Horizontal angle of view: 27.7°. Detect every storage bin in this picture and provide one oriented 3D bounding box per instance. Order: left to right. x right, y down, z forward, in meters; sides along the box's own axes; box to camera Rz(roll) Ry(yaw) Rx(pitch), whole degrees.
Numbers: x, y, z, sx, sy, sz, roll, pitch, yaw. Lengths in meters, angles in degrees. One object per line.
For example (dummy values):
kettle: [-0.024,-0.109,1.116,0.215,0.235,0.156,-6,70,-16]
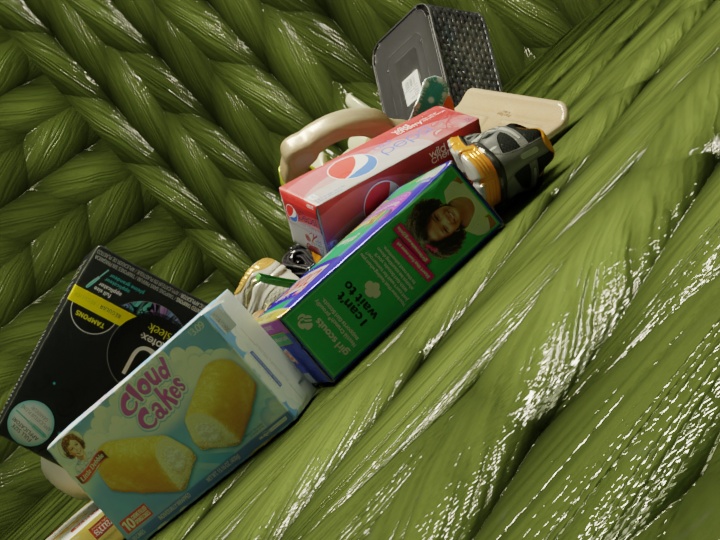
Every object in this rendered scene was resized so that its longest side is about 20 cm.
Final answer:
storage bin: [0.101,-0.224,1.861,0.094,0.200,0.135,1,-23,-34]

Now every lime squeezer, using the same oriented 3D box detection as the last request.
lime squeezer: [0.000,0.000,1.401,0.200,0.038,0.071,-21,-38,-13]

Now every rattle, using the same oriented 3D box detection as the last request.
rattle: [0.028,-0.099,1.464,0.200,0.130,0.143,-15,42,-14]

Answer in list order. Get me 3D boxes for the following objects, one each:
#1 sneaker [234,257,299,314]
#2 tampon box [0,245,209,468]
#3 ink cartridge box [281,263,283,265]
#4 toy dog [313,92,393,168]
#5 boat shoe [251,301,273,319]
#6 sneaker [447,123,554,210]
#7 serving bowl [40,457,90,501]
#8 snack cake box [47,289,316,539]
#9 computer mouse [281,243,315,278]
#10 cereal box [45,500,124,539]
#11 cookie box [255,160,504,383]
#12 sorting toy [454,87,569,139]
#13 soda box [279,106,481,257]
sneaker: [-0.106,0.087,1.529,0.076,0.088,0.200,-44,-19,-56]
tampon box: [-0.243,0.100,1.415,0.200,0.150,0.126,-64,11,-10]
ink cartridge box: [-0.127,0.076,1.754,0.146,0.083,0.200,-38,4,31]
toy dog: [0.008,-0.079,1.764,0.200,0.194,0.140,-53,-21,9]
boat shoe: [-0.081,0.071,1.424,0.200,0.074,0.076,-38,5,44]
sneaker: [0.128,-0.095,1.310,0.077,0.078,0.200,-27,8,3]
serving bowl: [-0.239,0.178,1.559,0.200,0.066,0.200,-35,-27,-21]
snack cake box: [-0.149,0.124,1.213,0.200,0.115,0.067,-40,4,23]
computer mouse: [0.016,-0.033,1.533,0.200,0.046,0.140,-36,26,-23]
cereal box: [-0.285,0.274,1.418,0.144,0.040,0.200,-41,3,-13]
cookie box: [0.007,0.006,1.263,0.200,0.075,0.171,-43,6,-13]
sorting toy: [0.100,-0.115,1.529,0.200,0.036,0.185,-39,28,-19]
soda box: [0.025,-0.087,1.399,0.200,0.063,0.070,-30,33,-25]
